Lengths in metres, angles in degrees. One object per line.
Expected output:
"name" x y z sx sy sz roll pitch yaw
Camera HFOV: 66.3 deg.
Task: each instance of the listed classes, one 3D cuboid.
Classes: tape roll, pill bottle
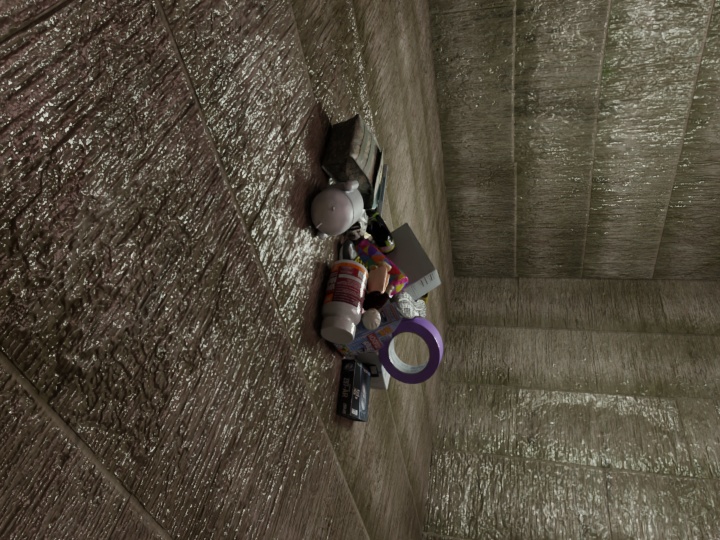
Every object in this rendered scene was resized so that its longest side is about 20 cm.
"tape roll" 0.158 0.249 1.733 0.066 0.195 0.206 -37 126 -68
"pill bottle" -0.045 0.083 1.469 0.110 0.107 0.204 68 27 -53

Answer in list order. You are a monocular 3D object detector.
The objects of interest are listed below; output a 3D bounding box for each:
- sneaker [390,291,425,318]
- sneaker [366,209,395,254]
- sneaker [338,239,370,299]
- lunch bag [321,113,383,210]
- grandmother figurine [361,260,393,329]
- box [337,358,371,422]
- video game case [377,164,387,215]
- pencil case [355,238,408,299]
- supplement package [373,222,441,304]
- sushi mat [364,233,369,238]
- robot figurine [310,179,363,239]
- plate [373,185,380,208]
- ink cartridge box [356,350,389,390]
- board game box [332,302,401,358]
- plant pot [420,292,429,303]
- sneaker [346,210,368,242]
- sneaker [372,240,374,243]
"sneaker" 0.128 0.115 1.648 0.199 0.078 0.076 26 59 -59
"sneaker" 0.052 -0.139 1.723 0.201 0.071 0.083 55 -7 36
"sneaker" 0.000 0.000 1.624 0.075 0.083 0.204 -49 130 -45
"lunch bag" -0.001 -0.291 1.520 0.200 0.115 0.167 47 43 -40
"grandmother figurine" 0.043 0.070 1.514 0.060 0.120 0.204 33 49 -25
"box" -0.016 0.373 1.696 0.200 0.042 0.164 54 39 -64
"video game case" 0.074 -0.253 1.965 0.144 0.017 0.205 97 1 -66
"pencil case" 0.058 -0.006 1.668 0.088 0.200 0.089 -35 156 -18
"supplement package" 0.124 -0.002 1.776 0.194 0.197 0.147 60 4 25
"sushi mat" 0.017 -0.208 1.844 0.096 0.012 0.206 -41 129 -67
"robot figurine" -0.059 -0.158 1.403 0.172 0.111 0.200 -60 176 25
"plate" 0.030 -0.306 1.822 0.200 0.025 0.206 0 90 -74
"ink cartridge box" 0.051 0.279 1.856 0.148 0.081 0.203 -71 156 -43
"board game box" 0.029 0.176 1.569 0.201 0.196 0.063 59 6 -60
"plant pot" 0.161 0.105 2.075 0.201 0.195 0.180 -64 161 -55
"sneaker" -0.017 -0.140 1.623 0.200 0.072 0.091 43 48 -68
"sneaker" 0.100 -0.081 1.966 0.202 0.111 0.074 -63 151 -54
